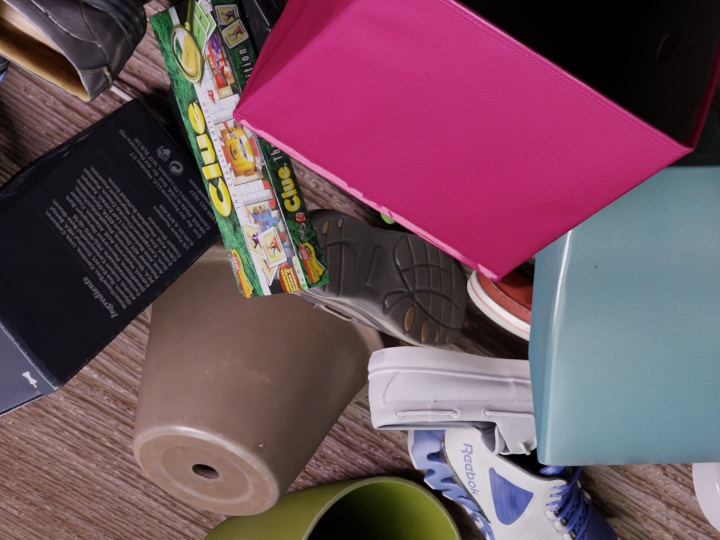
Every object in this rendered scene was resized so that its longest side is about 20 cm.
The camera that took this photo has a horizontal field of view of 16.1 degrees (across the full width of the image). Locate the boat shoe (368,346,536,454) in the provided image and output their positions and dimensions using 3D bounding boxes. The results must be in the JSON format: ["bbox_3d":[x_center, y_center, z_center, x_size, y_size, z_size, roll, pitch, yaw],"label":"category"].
[{"bbox_3d":[0.102,0.101,1.853,0.200,0.069,0.072,10,164,-19],"label":"boat shoe"}]

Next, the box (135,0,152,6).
[{"bbox_3d":[-0.174,-0.235,1.594,0.200,0.044,0.160,-19,130,44],"label":"box"}]

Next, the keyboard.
[{"bbox_3d":[-0.079,-0.117,1.671,0.127,0.021,0.200,61,154,19],"label":"keyboard"}]

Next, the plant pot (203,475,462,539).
[{"bbox_3d":[-0.044,0.258,2.119,0.187,0.187,0.200,44,155,-30],"label":"plant pot"}]

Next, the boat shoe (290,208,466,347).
[{"bbox_3d":[0.000,0.000,1.789,0.073,0.075,0.200,10,167,42],"label":"boat shoe"}]

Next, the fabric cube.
[{"bbox_3d":[0.080,-0.150,1.442,0.196,0.200,0.199,30,147,-15],"label":"fabric cube"}]

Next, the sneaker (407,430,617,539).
[{"bbox_3d":[0.139,0.167,1.955,0.199,0.081,0.115,41,143,-25],"label":"sneaker"}]

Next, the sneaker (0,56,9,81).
[{"bbox_3d":[-0.317,-0.192,1.721,0.200,0.071,0.083,37,129,-24],"label":"sneaker"}]

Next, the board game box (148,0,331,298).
[{"bbox_3d":[-0.080,-0.081,1.651,0.105,0.023,0.200,-9,100,66],"label":"board game box"}]

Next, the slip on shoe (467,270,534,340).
[{"bbox_3d":[0.172,0.028,1.769,0.200,0.074,0.061,18,112,15],"label":"slip on shoe"}]

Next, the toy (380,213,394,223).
[{"bbox_3d":[0.102,-0.044,1.706,0.200,0.047,0.115,2,148,29],"label":"toy"}]

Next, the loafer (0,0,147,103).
[{"bbox_3d":[-0.238,-0.172,1.612,0.200,0.072,0.073,21,148,1],"label":"loafer"}]

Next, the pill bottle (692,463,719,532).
[{"bbox_3d":[0.335,0.132,1.774,0.200,0.111,0.111,-18,130,43],"label":"pill bottle"}]

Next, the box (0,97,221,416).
[{"bbox_3d":[-0.225,0.002,1.778,0.117,0.200,0.197,51,145,-10],"label":"box"}]

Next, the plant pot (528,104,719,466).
[{"bbox_3d":[0.180,0.002,1.613,0.141,0.141,0.200,-2,121,2],"label":"plant pot"}]

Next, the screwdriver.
[{"bbox_3d":[-0.149,-0.108,1.773,0.200,0.029,0.028,30,145,-15],"label":"screwdriver"}]

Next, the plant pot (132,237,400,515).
[{"bbox_3d":[-0.087,0.081,1.873,0.200,0.175,0.200,15,147,10],"label":"plant pot"}]
